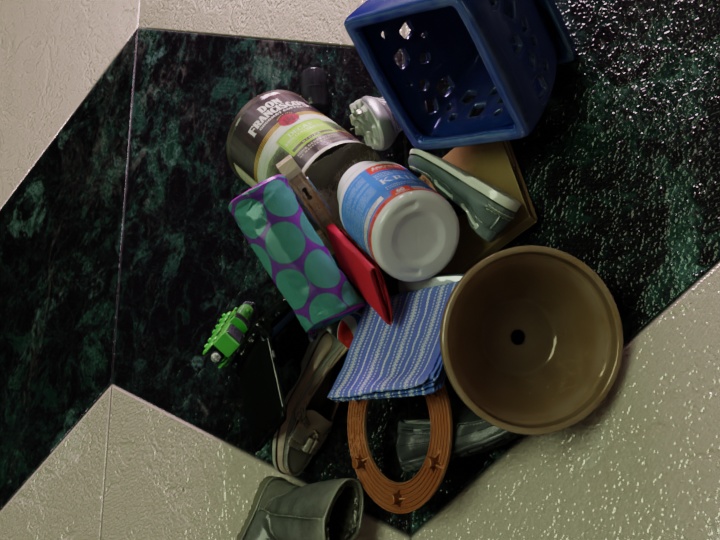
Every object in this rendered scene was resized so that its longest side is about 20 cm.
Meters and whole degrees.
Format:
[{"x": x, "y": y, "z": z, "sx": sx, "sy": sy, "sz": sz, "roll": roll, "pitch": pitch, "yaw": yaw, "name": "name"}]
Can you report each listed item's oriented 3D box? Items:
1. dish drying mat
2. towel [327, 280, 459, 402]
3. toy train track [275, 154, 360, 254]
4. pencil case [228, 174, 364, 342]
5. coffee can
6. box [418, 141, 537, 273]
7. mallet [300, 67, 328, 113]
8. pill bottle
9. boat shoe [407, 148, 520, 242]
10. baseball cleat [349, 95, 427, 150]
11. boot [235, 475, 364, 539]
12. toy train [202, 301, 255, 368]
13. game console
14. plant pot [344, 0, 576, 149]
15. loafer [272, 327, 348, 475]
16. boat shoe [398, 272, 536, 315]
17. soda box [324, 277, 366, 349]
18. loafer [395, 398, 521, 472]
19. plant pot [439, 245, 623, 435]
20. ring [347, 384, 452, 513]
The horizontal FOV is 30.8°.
[{"x": 0.000, "y": 0.000, "z": 1.609, "sx": 0.018, "sy": 0.078, "sz": 0.200, "roll": -21, "pitch": 22, "yaw": -10, "name": "dish drying mat"}, {"x": 0.045, "y": 0.082, "z": 1.524, "sx": 0.199, "sy": 0.024, "sz": 0.146, "roll": -13, "pitch": 49, "yaw": 51, "name": "towel"}, {"x": -0.045, "y": -0.065, "z": 1.698, "sx": 0.114, "sy": 0.201, "sz": 0.033, "roll": -36, "pitch": 33, "yaw": 0, "name": "toy train track"}, {"x": -0.080, "y": -0.019, "z": 1.624, "sx": 0.085, "sy": 0.092, "sz": 0.201, "roll": -34, "pitch": 84, "yaw": 11, "name": "pencil case"}, {"x": -0.076, "y": -0.145, "z": 1.800, "sx": 0.200, "sy": 0.145, "sz": 0.147, "roll": 40, "pitch": 104, "yaw": 47, "name": "coffee can"}, {"x": 0.123, "y": -0.073, "z": 1.648, "sx": 0.199, "sy": 0.021, "sz": 0.165, "roll": -38, "pitch": 51, "yaw": 30, "name": "box"}, {"x": -0.116, "y": -0.226, "z": 1.963, "sx": 0.199, "sy": 0.041, "sz": 0.067, "roll": -36, "pitch": 53, "yaw": 39, "name": "mallet"}, {"x": 0.037, "y": -0.070, "z": 1.605, "sx": 0.113, "sy": 0.111, "sz": 0.200, "roll": -62, "pitch": 26, "yaw": 9, "name": "pill bottle"}, {"x": 0.113, "y": -0.094, "z": 1.595, "sx": 0.200, "sy": 0.072, "sz": 0.062, "roll": 35, "pitch": 102, "yaw": 48, "name": "boat shoe"}, {"x": 0.041, "y": -0.205, "z": 1.700, "sx": 0.200, "sy": 0.105, "sz": 0.071, "roll": -123, "pitch": 18, "yaw": -73, "name": "baseball cleat"}, {"x": -0.079, "y": 0.344, "z": 1.652, "sx": 0.199, "sy": 0.072, "sz": 0.184, "roll": 0, "pitch": 74, "yaw": 52, "name": "boot"}, {"x": -0.178, "y": 0.084, "z": 1.824, "sx": 0.056, "sy": 0.042, "sz": 0.200, "roll": -47, "pitch": 7, "yaw": 12, "name": "toy train"}, {"x": -0.099, "y": 0.120, "z": 1.725, "sx": 0.176, "sy": 0.116, "sz": 0.200, "roll": -44, "pitch": -4, "yaw": -25, "name": "game console"}, {"x": 0.132, "y": -0.281, "z": 1.573, "sx": 0.199, "sy": 0.201, "sz": 0.180, "roll": -1, "pitch": 40, "yaw": 47, "name": "plant pot"}, {"x": -0.057, "y": 0.175, "z": 1.714, "sx": 0.062, "sy": 0.072, "sz": 0.202, "roll": 13, "pitch": 82, "yaw": 41, "name": "loafer"}, {"x": 0.126, "y": 0.037, "z": 1.558, "sx": 0.198, "sy": 0.073, "sz": 0.066, "roll": 1, "pitch": 94, "yaw": 44, "name": "boat shoe"}, {"x": 0.018, "y": 0.076, "z": 1.666, "sx": 0.200, "sy": 0.070, "sz": 0.064, "roll": 37, "pitch": 108, "yaw": 48, "name": "soda box"}, {"x": 0.114, "y": 0.182, "z": 1.518, "sx": 0.200, "sy": 0.068, "sz": 0.071, "roll": -25, "pitch": 76, "yaw": 43, "name": "loafer"}, {"x": 0.181, "y": 0.076, "z": 1.440, "sx": 0.093, "sy": 0.198, "sz": 0.203, "roll": 155, "pitch": 133, "yaw": -85, "name": "plant pot"}, {"x": 0.039, "y": 0.185, "z": 1.550, "sx": 0.199, "sy": 0.019, "sz": 0.203, "roll": -5, "pitch": 84, "yaw": 54, "name": "ring"}]
